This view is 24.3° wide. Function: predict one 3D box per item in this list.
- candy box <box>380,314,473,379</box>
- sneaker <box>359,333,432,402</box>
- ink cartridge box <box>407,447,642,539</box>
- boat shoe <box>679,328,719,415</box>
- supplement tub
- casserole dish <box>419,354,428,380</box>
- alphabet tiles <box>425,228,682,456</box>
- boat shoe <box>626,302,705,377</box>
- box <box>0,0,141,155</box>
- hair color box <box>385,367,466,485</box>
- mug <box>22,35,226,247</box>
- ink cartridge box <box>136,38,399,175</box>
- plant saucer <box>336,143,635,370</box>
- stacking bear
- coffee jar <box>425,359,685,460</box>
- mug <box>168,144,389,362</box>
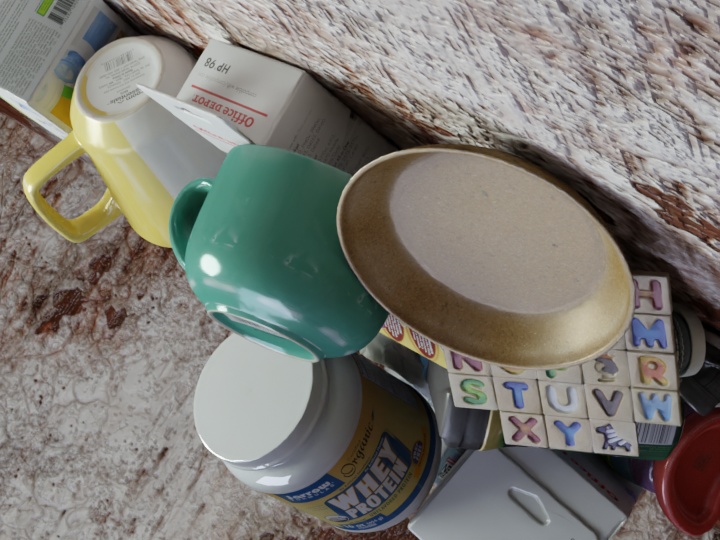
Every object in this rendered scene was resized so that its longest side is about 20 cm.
[{"bbox_3d":[0.052,-0.001,1.278,0.200,0.117,0.057,27,142,46],"label":"candy box"},{"bbox_3d":[0.049,0.068,1.524,0.099,0.078,0.200,12,155,33],"label":"sneaker"},{"bbox_3d":[0.156,0.212,1.528,0.145,0.145,0.200,41,-169,10],"label":"ink cartridge box"},{"bbox_3d":[0.215,0.060,1.273,0.067,0.057,0.200,32,176,-26],"label":"boat shoe"},{"bbox_3d":[-0.036,0.135,1.439,0.145,0.145,0.200,27,176,41],"label":"supplement tub"},{"bbox_3d":[0.146,0.069,1.434,0.200,0.039,0.121,12,144,-18],"label":"casserole dish"},{"bbox_3d":[0.133,0.050,1.143,0.166,0.006,0.200,4,129,22],"label":"alphabet tiles"},{"bbox_3d":[0.171,0.047,1.231,0.062,0.073,0.200,-7,-174,-26],"label":"boat shoe"},{"bbox_3d":[-0.250,-0.175,1.476,0.101,0.113,0.200,30,176,26],"label":"box"},{"bbox_3d":[0.088,0.102,1.637,0.099,0.200,0.061,30,175,25],"label":"hair color box"},{"bbox_3d":[-0.177,-0.105,1.407,0.149,0.187,0.153,20,161,31],"label":"mug"},{"bbox_3d":[-0.057,-0.104,1.239,0.116,0.067,0.200,25,172,44],"label":"ink cartridge box"},{"bbox_3d":[0.083,-0.015,1.065,0.200,0.035,0.200,17,143,14],"label":"plant saucer"},{"bbox_3d":[0.252,0.131,1.521,0.114,0.122,0.200,33,-177,-41],"label":"stacking bear"},{"bbox_3d":[0.154,0.099,1.351,0.200,0.085,0.104,4,-152,-9],"label":"coffee jar"},{"bbox_3d":[-0.053,-0.003,1.193,0.152,0.115,0.185,27,166,-19],"label":"mug"}]
